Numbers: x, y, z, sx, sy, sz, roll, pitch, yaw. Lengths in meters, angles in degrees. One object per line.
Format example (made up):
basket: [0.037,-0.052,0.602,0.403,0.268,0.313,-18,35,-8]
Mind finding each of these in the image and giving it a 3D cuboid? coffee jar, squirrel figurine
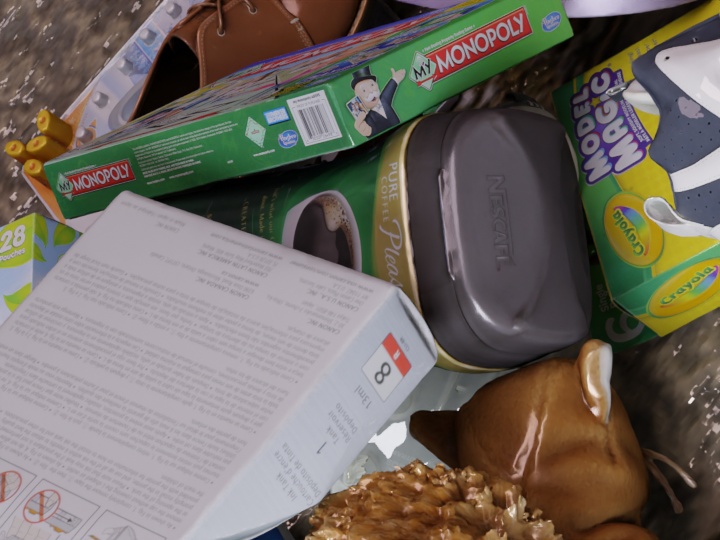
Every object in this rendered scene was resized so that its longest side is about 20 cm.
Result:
coffee jar: [0.000,0.000,1.055,0.200,0.085,0.104,-13,78,40]
squirrel figurine: [0.068,0.119,0.966,0.141,0.200,0.187,-22,68,36]

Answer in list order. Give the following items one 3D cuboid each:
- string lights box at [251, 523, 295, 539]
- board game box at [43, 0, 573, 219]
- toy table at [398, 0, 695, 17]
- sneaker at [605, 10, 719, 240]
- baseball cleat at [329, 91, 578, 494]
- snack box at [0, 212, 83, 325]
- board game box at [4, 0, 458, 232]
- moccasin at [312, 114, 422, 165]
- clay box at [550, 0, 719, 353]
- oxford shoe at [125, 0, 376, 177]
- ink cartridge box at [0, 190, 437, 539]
string lights box: [-0.088,0.139,1.066,0.103,0.200,0.059,-34,79,5]
board game box: [-0.026,-0.071,1.095,0.200,0.135,0.029,-11,105,49]
toy table: [0.066,-0.190,1.130,0.200,0.117,0.184,3,30,20]
sneaker: [0.161,-0.096,1.021,0.129,0.079,0.199,3,79,28]
baseball cleat: [0.041,0.019,1.140,0.200,0.070,0.106,-63,12,11]
snack box: [-0.194,0.093,1.257,0.169,0.068,0.200,-22,58,35]
board game box: [-0.071,-0.073,1.291,0.200,0.026,0.200,-48,47,8]
moccasin: [-0.031,-0.002,1.181,0.201,0.078,0.074,-64,5,3]
clay box: [0.162,-0.057,1.089,0.200,0.048,0.115,-29,52,22]
oxford shoe: [-0.051,-0.114,1.232,0.071,0.071,0.200,22,80,44]
ink cartridge box: [-0.089,0.070,0.966,0.162,0.050,0.200,19,63,43]
